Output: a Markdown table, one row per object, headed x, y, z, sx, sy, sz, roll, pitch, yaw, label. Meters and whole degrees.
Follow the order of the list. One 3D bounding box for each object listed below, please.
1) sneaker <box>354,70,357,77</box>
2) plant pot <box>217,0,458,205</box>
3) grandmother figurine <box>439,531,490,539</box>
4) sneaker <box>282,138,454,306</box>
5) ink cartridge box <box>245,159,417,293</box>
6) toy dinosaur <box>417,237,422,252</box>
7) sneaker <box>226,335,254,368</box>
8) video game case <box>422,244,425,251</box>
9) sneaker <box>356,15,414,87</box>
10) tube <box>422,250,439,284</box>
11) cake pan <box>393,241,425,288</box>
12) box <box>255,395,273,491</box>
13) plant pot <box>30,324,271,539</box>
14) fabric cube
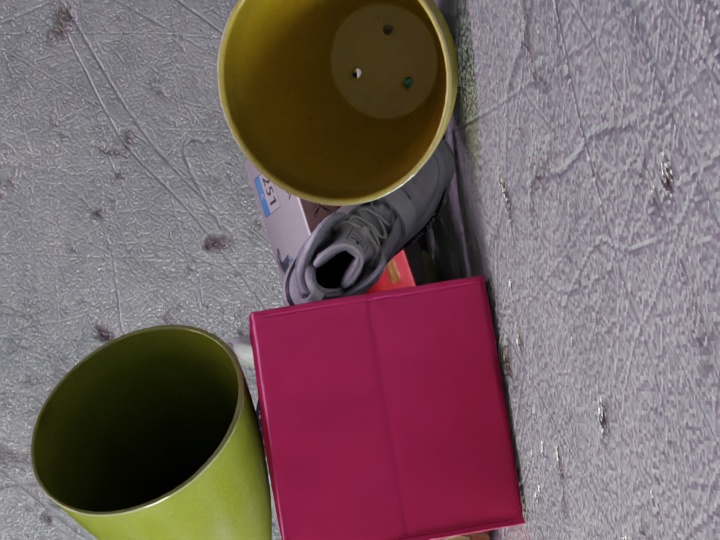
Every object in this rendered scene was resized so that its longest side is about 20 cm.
| x | y | z | sx | sy | sz | roll | pitch | yaw | label |
| --- | --- | --- | --- | --- | --- | --- | --- | --- | --- |
| 0.009 | -0.221 | 1.690 | 0.201 | 0.074 | 0.077 | 93 | 172 | -52 | sneaker |
| -0.001 | -0.166 | 1.316 | 0.142 | 0.198 | 0.202 | -35 | -60 | -67 | plant pot |
| 0.081 | 0.177 | 1.504 | 0.122 | 0.060 | 0.202 | 67 | -167 | -56 | grandmother figurine |
| 0.013 | -0.037 | 1.342 | 0.075 | 0.200 | 0.115 | 42 | 176 | -3 | sneaker |
| -0.031 | -0.039 | 1.481 | 0.176 | 0.044 | 0.202 | -31 | 76 | 60 | ink cartridge box |
| 0.031 | -0.081 | 1.559 | 0.201 | 0.101 | 0.136 | -72 | 2 | -45 | toy dinosaur |
| -0.054 | 0.064 | 1.666 | 0.070 | 0.198 | 0.081 | 11 | 102 | 57 | sneaker |
| 0.054 | 0.059 | 1.729 | 0.182 | 0.045 | 0.202 | 91 | 172 | -54 | video game case |
| 0.037 | -0.155 | 1.449 | 0.089 | 0.076 | 0.201 | 58 | 153 | 24 | sneaker |
| 0.063 | 0.047 | 1.548 | 0.201 | 0.051 | 0.059 | -104 | 4 | -57 | tube |
| 0.000 | 0.000 | 1.527 | 0.200 | 0.036 | 0.202 | 31 | 128 | 51 | cake pan |
| -0.046 | 0.163 | 1.535 | 0.137 | 0.037 | 0.201 | 55 | -161 | -23 | box |
| -0.149 | 0.182 | 1.340 | 0.188 | 0.185 | 0.201 | -101 | -10 | -46 | plant pot |
| 0.017 | 0.131 | 1.329 | 0.196 | 0.198 | 0.202 | 107 | 153 | -79 | fabric cube |
